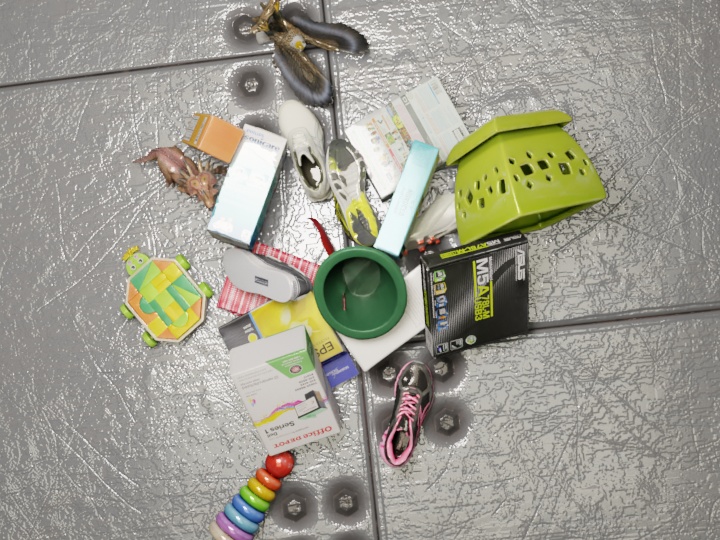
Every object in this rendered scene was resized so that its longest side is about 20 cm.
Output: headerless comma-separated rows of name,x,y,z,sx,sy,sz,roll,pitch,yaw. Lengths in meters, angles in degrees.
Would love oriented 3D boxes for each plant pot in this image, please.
plant pot,0.275,-0.167,1.643,0.198,0.199,0.184,-11,81,-27

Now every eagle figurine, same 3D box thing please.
eagle figurine,-0.106,-0.415,1.742,0.199,0.152,0.151,33,135,-25

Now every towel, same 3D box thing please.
towel,-0.158,0.036,1.771,0.198,0.022,0.146,20,89,3

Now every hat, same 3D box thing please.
hat,0.000,0.000,1.717,0.164,0.176,0.202,-15,109,9

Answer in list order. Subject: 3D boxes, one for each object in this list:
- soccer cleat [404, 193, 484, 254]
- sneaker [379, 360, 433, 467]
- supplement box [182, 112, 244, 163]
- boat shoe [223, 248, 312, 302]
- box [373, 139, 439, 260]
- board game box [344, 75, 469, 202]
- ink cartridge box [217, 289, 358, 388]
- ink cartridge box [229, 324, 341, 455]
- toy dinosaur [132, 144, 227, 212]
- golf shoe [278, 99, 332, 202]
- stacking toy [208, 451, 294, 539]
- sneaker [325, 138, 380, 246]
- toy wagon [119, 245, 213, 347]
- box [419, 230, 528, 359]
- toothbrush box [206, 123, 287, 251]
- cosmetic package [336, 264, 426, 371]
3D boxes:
soccer cleat,0.137,-0.094,1.741,0.198,0.069,0.078,-24,74,0
sneaker,0.086,0.265,1.718,0.078,0.095,0.202,13,88,5
supplement box,-0.266,-0.240,1.691,0.066,0.200,0.069,24,94,-21
boat shoe,-0.169,0.005,1.714,0.199,0.067,0.073,18,109,40
box,0.083,-0.123,1.666,0.049,0.082,0.202,21,88,7
board game box,0.090,-0.241,1.743,0.199,0.064,0.149,-29,87,1
ink cartridge box,-0.134,0.149,1.740,0.196,0.047,0.201,-28,91,8
ink cartridge box,-0.132,0.217,1.688,0.143,0.084,0.201,-19,121,3
toy dinosaur,-0.327,-0.186,1.727,0.198,0.136,0.087,28,90,4
golf shoe,-0.100,-0.227,1.737,0.078,0.097,0.202,-23,87,4
stacking toy,-0.190,0.419,1.740,0.085,0.085,0.201,36,86,3
sneaker,-0.028,-0.138,1.729,0.074,0.084,0.202,-16,93,-23
toy wagon,-0.380,0.039,1.774,0.155,0.040,0.200,-41,87,1
box,0.205,0.044,1.669,0.191,0.048,0.202,-13,123,-10
toothbrush box,-0.202,-0.146,1.705,0.084,0.146,0.202,19,84,-3
cosmetic package,0.061,0.086,1.734,0.199,0.074,0.102,-35,87,4
